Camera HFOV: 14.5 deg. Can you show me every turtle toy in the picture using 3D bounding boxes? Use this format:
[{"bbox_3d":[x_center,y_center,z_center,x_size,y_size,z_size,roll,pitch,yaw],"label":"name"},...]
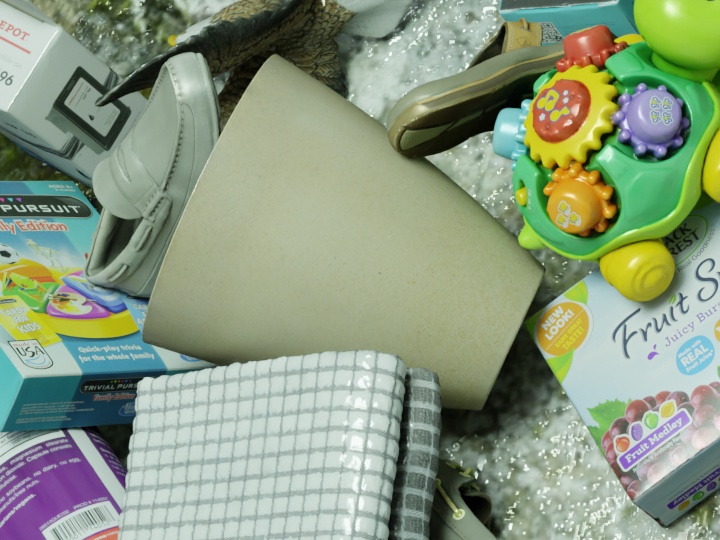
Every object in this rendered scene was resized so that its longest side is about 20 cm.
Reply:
[{"bbox_3d":[0.154,-0.090,1.606,0.200,0.101,0.146,-49,44,10],"label":"turtle toy"}]

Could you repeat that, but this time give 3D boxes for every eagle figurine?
[{"bbox_3d":[-0.073,-0.137,1.806,0.151,0.152,0.200,-38,25,54],"label":"eagle figurine"}]

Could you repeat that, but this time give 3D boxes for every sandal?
[{"bbox_3d":[0.083,-0.116,1.674,0.054,0.200,0.080,54,133,18],"label":"sandal"}]

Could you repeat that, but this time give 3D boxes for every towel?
[{"bbox_3d":[-0.046,0.141,1.615,0.200,0.086,0.166,-11,65,39],"label":"towel"}]

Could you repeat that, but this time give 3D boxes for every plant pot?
[{"bbox_3d":[0.000,0.000,1.668,0.200,0.187,0.188,26,80,3],"label":"plant pot"}]

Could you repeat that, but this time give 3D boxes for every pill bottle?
[{"bbox_3d":[-0.193,0.152,1.749,0.112,0.112,0.200,-43,53,5],"label":"pill bottle"}]

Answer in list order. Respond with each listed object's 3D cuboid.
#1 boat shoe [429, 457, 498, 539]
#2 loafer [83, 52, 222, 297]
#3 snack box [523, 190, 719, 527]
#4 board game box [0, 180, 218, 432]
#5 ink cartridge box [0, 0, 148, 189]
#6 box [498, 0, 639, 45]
[{"bbox_3d":[0.051,0.150,1.634,0.060,0.072,0.202,-29,43,-3],"label":"boat shoe"},{"bbox_3d":[-0.128,-0.054,1.727,0.070,0.200,0.070,-3,49,-18],"label":"loafer"},{"bbox_3d":[0.211,0.030,1.614,0.200,0.053,0.142,-37,53,9],"label":"snack box"},{"bbox_3d":[-0.204,0.018,1.794,0.200,0.151,0.047,49,125,36],"label":"board game box"},{"bbox_3d":[-0.217,-0.124,1.840,0.116,0.200,0.068,27,82,36],"label":"ink cartridge box"},{"bbox_3d":[0.149,-0.236,1.770,0.082,0.049,0.200,-1,62,30],"label":"box"}]
